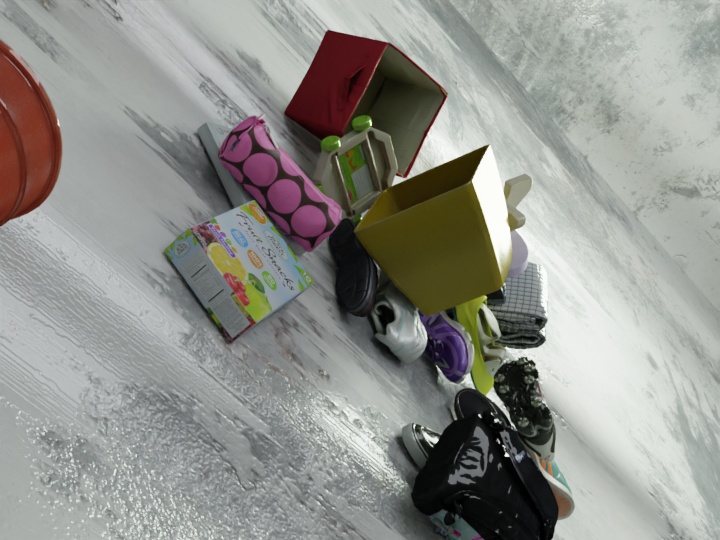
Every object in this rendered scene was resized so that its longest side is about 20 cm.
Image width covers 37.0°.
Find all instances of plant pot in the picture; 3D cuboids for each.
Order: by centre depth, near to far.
[{"bbox_3d":[-0.385,-0.084,0.901,0.201,0.200,0.196,47,32,-14],"label":"plant pot"},{"bbox_3d":[0.134,-0.051,1.658,0.178,0.198,0.200,63,24,-13],"label":"plant pot"}]

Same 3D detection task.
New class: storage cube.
[{"bbox_3d":[0.008,-0.289,1.850,0.199,0.173,0.179,30,-3,-42],"label":"storage cube"}]

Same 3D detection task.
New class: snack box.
[{"bbox_3d":[-0.151,-0.005,1.387,0.143,0.053,0.200,55,23,0],"label":"snack box"}]

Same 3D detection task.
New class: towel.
[{"bbox_3d":[0.228,0.056,1.881,0.167,0.196,0.087,-75,169,-54],"label":"towel"}]

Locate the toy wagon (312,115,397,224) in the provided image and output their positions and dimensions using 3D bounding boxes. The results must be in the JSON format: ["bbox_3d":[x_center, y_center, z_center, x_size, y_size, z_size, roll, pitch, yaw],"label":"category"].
[{"bbox_3d":[-0.023,-0.147,1.727,0.039,0.199,0.157,23,-41,47],"label":"toy wagon"}]

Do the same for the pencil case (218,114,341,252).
[{"bbox_3d":[-0.108,-0.123,1.516,0.200,0.093,0.091,46,24,-20],"label":"pencil case"}]

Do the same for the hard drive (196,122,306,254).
[{"bbox_3d":[-0.154,-0.120,1.575,0.131,0.027,0.202,9,49,-59],"label":"hard drive"}]

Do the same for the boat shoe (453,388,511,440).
[{"bbox_3d":[0.203,0.244,1.641,0.201,0.072,0.063,56,-10,41],"label":"boat shoe"}]

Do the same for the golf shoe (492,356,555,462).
[{"bbox_3d":[0.262,0.217,1.707,0.201,0.076,0.089,-96,164,-59],"label":"golf shoe"}]

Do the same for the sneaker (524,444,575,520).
[{"bbox_3d":[0.269,0.314,1.736,0.200,0.071,0.080,49,15,-18],"label":"sneaker"}]

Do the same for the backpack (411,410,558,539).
[{"bbox_3d":[0.171,0.310,1.446,0.200,0.126,0.168,46,62,-17],"label":"backpack"}]

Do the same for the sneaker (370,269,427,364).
[{"bbox_3d":[0.053,0.049,1.683,0.080,0.070,0.202,33,31,-33],"label":"sneaker"}]

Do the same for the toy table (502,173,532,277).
[{"bbox_3d":[0.210,-0.089,1.834,0.182,0.119,0.199,-29,46,-34],"label":"toy table"}]

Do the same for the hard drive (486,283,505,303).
[{"bbox_3d":[0.182,-0.017,1.870,0.201,0.132,0.043,-91,-178,-53],"label":"hard drive"}]

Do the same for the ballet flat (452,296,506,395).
[{"bbox_3d":[0.205,0.123,1.782,0.067,0.066,0.203,-49,129,-49],"label":"ballet flat"}]

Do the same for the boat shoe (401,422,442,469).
[{"bbox_3d":[0.139,0.270,1.544,0.199,0.063,0.071,40,26,-29],"label":"boat shoe"}]

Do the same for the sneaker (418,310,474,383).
[{"bbox_3d":[0.109,0.099,1.740,0.083,0.081,0.201,4,43,-44],"label":"sneaker"}]

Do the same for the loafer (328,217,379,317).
[{"bbox_3d":[0.000,0.000,1.652,0.063,0.071,0.202,40,23,-36],"label":"loafer"}]
